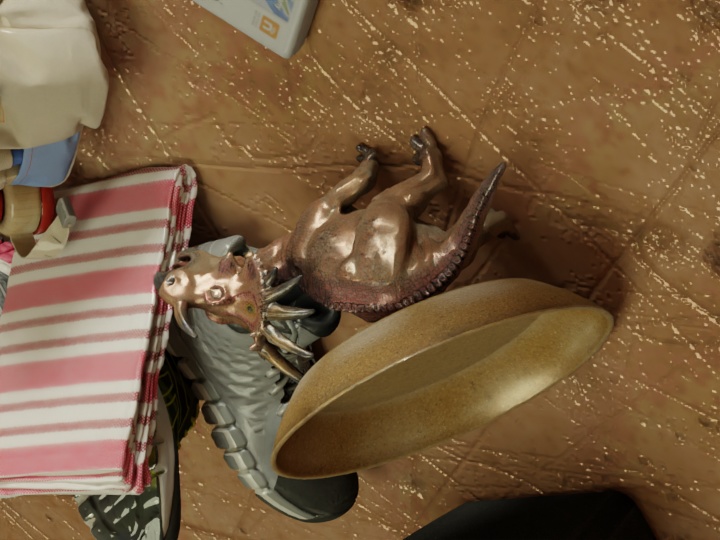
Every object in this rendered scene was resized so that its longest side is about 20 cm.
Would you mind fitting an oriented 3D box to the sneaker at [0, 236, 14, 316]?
[{"bbox_3d":[-0.294,-0.001,1.587,0.200,0.075,0.081,21,137,23],"label":"sneaker"}]

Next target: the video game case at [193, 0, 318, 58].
[{"bbox_3d":[-0.087,-0.225,1.251,0.182,0.022,0.200,32,140,9],"label":"video game case"}]

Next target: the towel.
[{"bbox_3d":[-0.164,0.038,1.453,0.146,0.200,0.030,-6,157,42],"label":"towel"}]

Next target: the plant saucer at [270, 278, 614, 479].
[{"bbox_3d":[0.038,0.053,1.307,0.200,0.200,0.035,-47,62,51],"label":"plant saucer"}]

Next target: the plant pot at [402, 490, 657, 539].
[{"bbox_3d":[0.097,0.238,1.419,0.200,0.177,0.200,-10,121,44],"label":"plant pot"}]

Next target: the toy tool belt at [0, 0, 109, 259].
[{"bbox_3d":[-0.228,-0.088,1.403,0.125,0.123,0.200,66,150,32],"label":"toy tool belt"}]

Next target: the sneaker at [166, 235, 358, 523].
[{"bbox_3d":[-0.042,0.063,1.449,0.115,0.075,0.200,-21,111,45],"label":"sneaker"}]

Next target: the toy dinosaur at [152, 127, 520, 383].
[{"bbox_3d":[0.000,0.000,1.304,0.200,0.136,0.086,-9,121,42],"label":"toy dinosaur"}]

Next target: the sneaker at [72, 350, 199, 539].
[{"bbox_3d":[-0.127,0.089,1.474,0.074,0.200,0.085,-31,144,29],"label":"sneaker"}]
